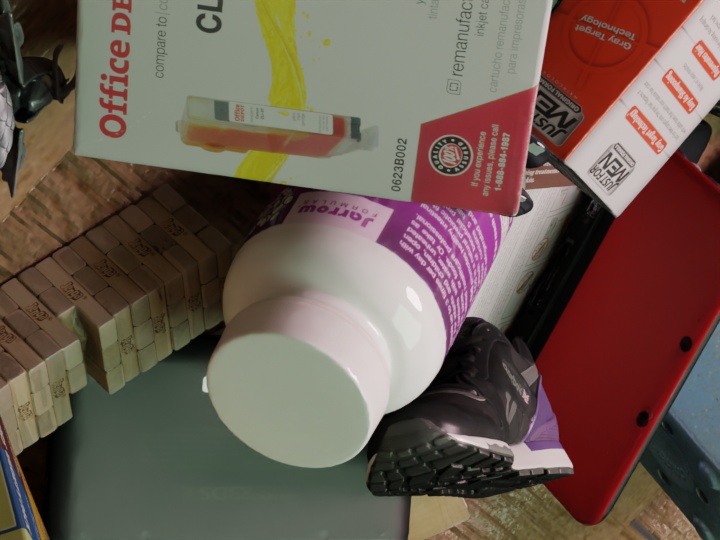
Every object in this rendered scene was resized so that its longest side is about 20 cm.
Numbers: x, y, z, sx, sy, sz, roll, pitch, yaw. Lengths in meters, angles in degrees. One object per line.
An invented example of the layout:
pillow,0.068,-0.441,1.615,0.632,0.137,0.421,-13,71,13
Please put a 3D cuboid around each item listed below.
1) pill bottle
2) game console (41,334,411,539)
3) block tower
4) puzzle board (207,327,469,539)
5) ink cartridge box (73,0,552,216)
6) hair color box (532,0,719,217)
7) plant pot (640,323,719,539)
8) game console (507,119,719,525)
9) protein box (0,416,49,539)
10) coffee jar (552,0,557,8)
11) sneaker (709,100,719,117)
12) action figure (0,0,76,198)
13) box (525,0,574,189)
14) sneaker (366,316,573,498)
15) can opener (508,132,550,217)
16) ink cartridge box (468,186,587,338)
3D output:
pill bottle,0.000,0.000,1.420,0.200,0.112,0.112,-61,166,-46
game console,-0.085,0.114,1.544,0.200,0.116,0.176,2,96,-24
block tower,-0.147,0.034,1.409,0.200,0.054,0.058,-33,146,-24
puzzle board,-0.038,0.096,1.572,0.151,0.017,0.200,-24,131,-1
ink cartridge box,-0.020,-0.113,1.260,0.083,0.200,0.145,-80,178,-49
hair color box,0.158,-0.131,1.449,0.200,0.061,0.102,-50,155,1
plant pot,0.262,0.060,1.792,0.200,0.196,0.196,-33,154,-14
game console,0.163,0.026,1.679,0.200,0.119,0.172,-62,160,17
protein box,-0.229,0.180,1.332,0.198,0.135,0.200,-18,143,-4
coffee jar,0.024,-0.174,1.358,0.104,0.085,0.200,-44,148,-8
sneaker,0.218,-0.126,1.677,0.200,0.081,0.083,10,104,-64
action figure,-0.197,-0.043,1.253,0.200,0.069,0.130,-32,136,-31
box,0.119,-0.142,1.522,0.100,0.075,0.200,-6,131,-48
sneaker,0.045,0.067,1.498,0.076,0.088,0.200,-15,169,17
can opener,-0.001,-0.080,1.369,0.200,0.079,0.063,32,78,-17
ink cartridge box,0.061,-0.008,1.642,0.200,0.050,0.162,-25,143,-56
